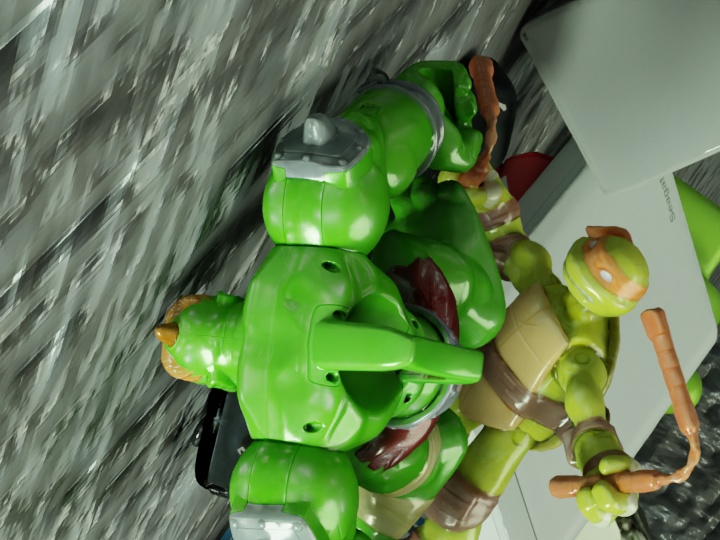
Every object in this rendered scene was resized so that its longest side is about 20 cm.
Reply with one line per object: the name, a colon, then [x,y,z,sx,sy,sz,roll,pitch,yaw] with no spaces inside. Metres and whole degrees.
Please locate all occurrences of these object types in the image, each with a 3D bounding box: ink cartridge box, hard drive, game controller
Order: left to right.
game controller: [0.000,0.000,1.091,0.200,0.042,0.104,-49,153,-42]
hard drive: [0.089,0.031,1.237,0.200,0.027,0.132,-49,129,-44]
ink cartridge box: [0.176,-0.121,1.229,0.146,0.084,0.200,-24,-172,31]

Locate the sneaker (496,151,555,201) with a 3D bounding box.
sneaker: [0.040,0.003,1.253,0.200,0.078,0.116,-8,108,-70]

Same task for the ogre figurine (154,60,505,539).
ogre figurine: [0.000,0.026,0.929,0.200,0.098,0.120,-66,156,2]

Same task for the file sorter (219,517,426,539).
file sorter: [-0.002,0.163,1.331,0.139,0.123,0.200,-55,171,-11]

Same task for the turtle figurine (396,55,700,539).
turtle figurine: [0.051,0.033,1.016,0.064,0.200,0.161,15,126,-40]

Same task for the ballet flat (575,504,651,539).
ballet flat: [0.106,0.129,1.401,0.068,0.068,0.200,-27,146,3]

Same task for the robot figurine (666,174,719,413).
robot figurine: [0.106,0.038,1.477,0.200,0.116,0.175,-57,-163,-2]
